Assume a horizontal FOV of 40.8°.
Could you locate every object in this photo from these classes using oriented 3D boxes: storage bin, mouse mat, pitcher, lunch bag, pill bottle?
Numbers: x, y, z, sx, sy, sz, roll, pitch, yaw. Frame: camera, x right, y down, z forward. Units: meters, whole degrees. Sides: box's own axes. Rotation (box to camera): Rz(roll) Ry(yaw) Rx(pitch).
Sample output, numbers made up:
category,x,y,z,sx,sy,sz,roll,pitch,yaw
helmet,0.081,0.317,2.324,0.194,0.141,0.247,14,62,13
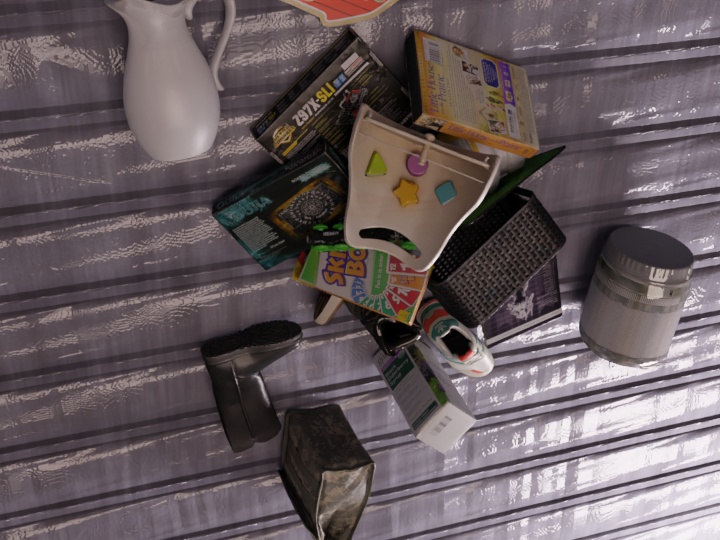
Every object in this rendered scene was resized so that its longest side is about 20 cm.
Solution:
category,x,y,z,sx,sy,sz,roll,pitch,yaw
storage bin,0.192,-0.024,1.451,0.200,0.135,0.094,-44,109,-3
mouse mat,0.202,-0.117,1.428,0.199,0.161,0.008,-37,97,-10
pitcher,-0.223,-0.254,1.227,0.169,0.121,0.203,-19,115,-27
lunch bag,-0.065,0.356,1.623,0.116,0.164,0.203,-5,121,-24
pill bottle,0.135,-0.149,1.420,0.197,0.112,0.113,-24,126,-5

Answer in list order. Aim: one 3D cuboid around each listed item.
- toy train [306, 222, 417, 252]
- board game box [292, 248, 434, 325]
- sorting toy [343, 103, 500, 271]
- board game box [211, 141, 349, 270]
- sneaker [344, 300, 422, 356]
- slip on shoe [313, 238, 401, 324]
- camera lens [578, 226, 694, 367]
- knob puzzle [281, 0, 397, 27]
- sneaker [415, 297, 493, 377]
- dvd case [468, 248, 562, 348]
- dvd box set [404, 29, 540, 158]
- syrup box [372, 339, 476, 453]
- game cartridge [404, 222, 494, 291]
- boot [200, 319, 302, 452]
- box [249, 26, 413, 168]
category,x,y,z,sx,sy,sz,roll,pitch,yaw
toy train,0.022,-0.046,1.381,0.196,0.043,0.056,-3,167,1
board game box,0.000,0.000,1.418,0.097,0.197,0.030,-68,163,-8
sorting toy,0.062,-0.101,1.312,0.197,0.107,0.183,21,92,-1
board game box,-0.094,-0.088,1.379,0.198,0.028,0.135,-26,131,20
sneaker,0.052,0.087,1.501,0.076,0.115,0.199,-40,156,5
slip on shoe,-0.002,0.005,1.487,0.060,0.076,0.202,29,100,-17
camera lens,0.464,0.049,1.638,0.157,0.161,0.203,-2,121,-19
knob puzzle,-0.006,-0.408,1.257,0.216,0.031,0.223,-10,123,-16
sneaker,0.168,0.134,1.618,0.070,0.094,0.200,-39,125,6
dvd case,0.259,0.023,1.595,0.147,0.016,0.202,-22,125,-10
dvd box set,0.156,-0.245,1.354,0.197,0.149,0.029,11,148,-27
syrup box,0.099,0.189,1.560,0.079,0.201,0.081,-46,128,12
game cartridge,0.160,-0.020,1.558,0.197,0.039,0.131,11,119,-27
boot,-0.155,0.187,1.544,0.162,0.066,0.203,-13,121,-3
box,-0.030,-0.211,1.358,0.200,0.050,0.159,-44,123,10
